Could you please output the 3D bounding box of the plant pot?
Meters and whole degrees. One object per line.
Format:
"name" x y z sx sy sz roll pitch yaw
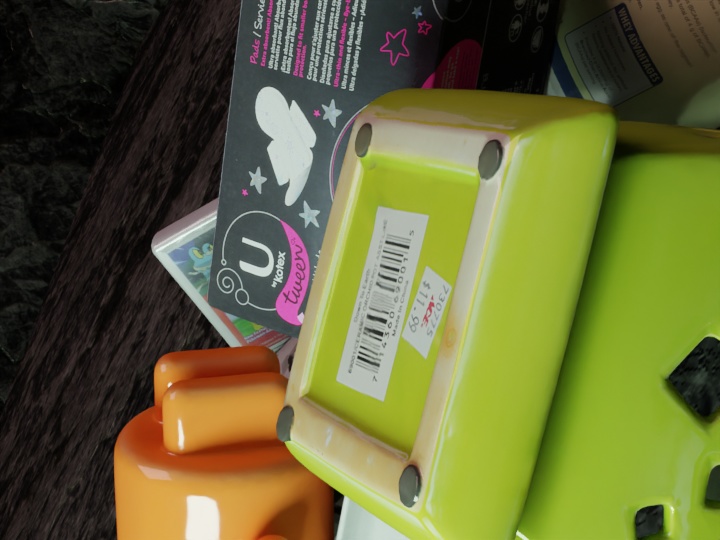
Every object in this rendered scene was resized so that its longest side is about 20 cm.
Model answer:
"plant pot" 0.084 0.028 0.633 0.199 0.181 0.201 20 96 64

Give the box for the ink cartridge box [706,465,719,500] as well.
"ink cartridge box" 0.221 0.042 0.659 0.201 0.048 0.145 -63 18 0

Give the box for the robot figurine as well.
"robot figurine" -0.071 0.143 0.817 0.143 0.116 0.201 15 114 35

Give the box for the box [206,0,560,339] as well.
"box" 0.013 -0.074 0.775 0.132 0.114 0.201 -22 -54 -56

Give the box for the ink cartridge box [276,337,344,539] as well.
"ink cartridge box" 0.004 0.078 0.939 0.200 0.083 0.147 -47 20 25

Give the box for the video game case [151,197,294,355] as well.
"video game case" 0.000 0.000 0.990 0.199 0.183 0.023 -28 31 15

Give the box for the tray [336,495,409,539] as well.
"tray" 0.033 0.164 0.804 0.022 0.107 0.201 -104 20 -60

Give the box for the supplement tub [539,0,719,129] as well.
"supplement tub" 0.193 -0.143 0.797 0.199 0.145 0.146 -26 38 39
